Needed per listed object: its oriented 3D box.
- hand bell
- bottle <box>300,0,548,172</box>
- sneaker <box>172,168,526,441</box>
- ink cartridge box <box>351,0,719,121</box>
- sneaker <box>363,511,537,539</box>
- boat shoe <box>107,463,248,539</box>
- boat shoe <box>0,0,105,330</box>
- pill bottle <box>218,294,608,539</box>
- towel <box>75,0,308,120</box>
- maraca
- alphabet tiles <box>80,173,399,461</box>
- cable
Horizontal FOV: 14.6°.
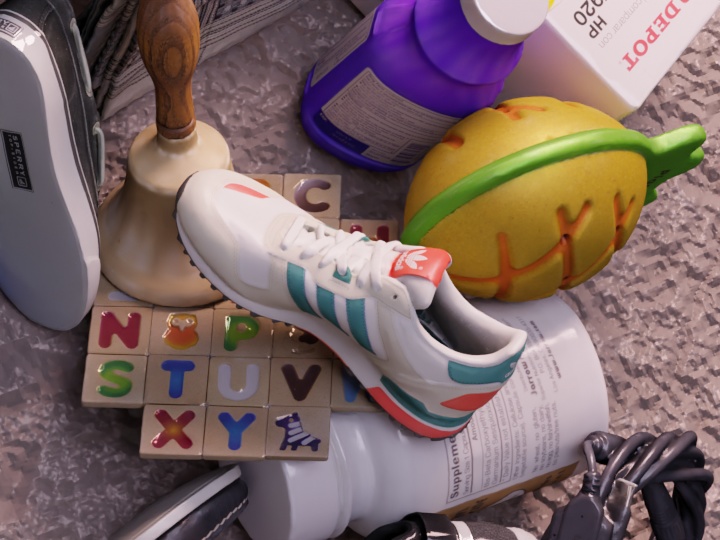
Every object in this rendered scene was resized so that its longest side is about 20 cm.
[{"bbox_3d":[-0.099,-0.085,1.485,0.104,0.200,0.104,0,49,1],"label":"hand bell"},{"bbox_3d":[0.038,-0.117,1.566,0.083,0.200,0.065,23,65,-17],"label":"bottle"},{"bbox_3d":[0.000,0.001,1.455,0.200,0.093,0.070,39,46,-8],"label":"sneaker"},{"bbox_3d":[0.098,-0.188,1.642,0.200,0.145,0.147,45,63,-9],"label":"ink cartridge box"},{"bbox_3d":[0.014,0.221,1.519,0.112,0.073,0.201,16,98,-22],"label":"sneaker"},{"bbox_3d":[-0.129,0.180,1.490,0.200,0.074,0.060,-40,95,-24],"label":"boat shoe"},{"bbox_3d":[-0.162,-0.058,1.490,0.070,0.201,0.064,18,43,23],"label":"boat shoe"},{"bbox_3d":[0.027,0.086,1.560,0.199,0.114,0.115,-17,84,-26],"label":"pill bottle"},{"bbox_3d":[-0.073,-0.157,1.534,0.200,0.193,0.035,-28,81,-27],"label":"towel"},{"bbox_3d":[0.108,-0.042,1.559,0.200,0.137,0.107,-10,72,-41],"label":"maraca"},{"bbox_3d":[-0.063,0.022,1.530,0.166,0.006,0.200,1,49,2],"label":"alphabet tiles"},{"bbox_3d":[0.139,0.184,1.590,0.163,0.051,0.201,-3,106,-58],"label":"cable"}]
